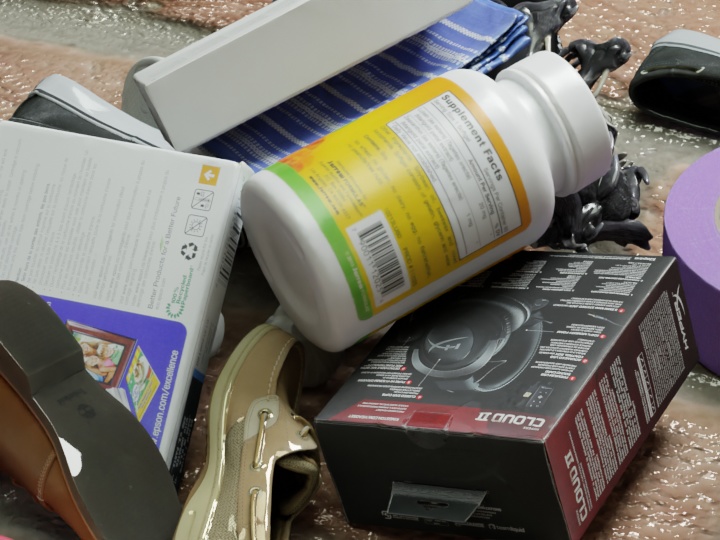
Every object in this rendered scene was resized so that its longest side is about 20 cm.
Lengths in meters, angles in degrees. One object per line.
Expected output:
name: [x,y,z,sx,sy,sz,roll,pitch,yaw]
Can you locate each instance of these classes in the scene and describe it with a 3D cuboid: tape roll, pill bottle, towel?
tape roll: [0.283,-0.006,1.454,0.198,0.066,0.201,-1,36,1]
pill bottle: [0.041,-0.046,1.364,0.199,0.112,0.111,-29,43,-17]
towel: [-0.007,-0.121,1.465,0.199,0.024,0.145,-32,33,-15]

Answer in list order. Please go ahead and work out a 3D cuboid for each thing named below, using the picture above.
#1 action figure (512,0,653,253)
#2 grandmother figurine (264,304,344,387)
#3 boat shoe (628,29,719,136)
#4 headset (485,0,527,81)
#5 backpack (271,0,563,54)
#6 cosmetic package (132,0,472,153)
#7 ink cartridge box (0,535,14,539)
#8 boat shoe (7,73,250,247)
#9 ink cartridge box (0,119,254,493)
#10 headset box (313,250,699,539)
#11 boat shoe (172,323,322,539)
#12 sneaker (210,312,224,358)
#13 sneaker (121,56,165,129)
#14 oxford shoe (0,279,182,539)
action figure: [0.126,-0.071,1.509,0.118,0.102,0.201,26,47,-28]
grandmother figurine: [0.000,0.000,1.478,0.121,0.061,0.200,-11,30,39]
boat shoe: [0.272,-0.109,1.598,0.199,0.069,0.057,19,49,35]
headset: [0.012,-0.108,1.503,0.200,0.094,0.123,-42,28,-3]
backpack: [0.026,-0.194,1.667,0.181,0.136,0.200,-16,34,-20]
cosmetic package: [-0.036,-0.138,1.433,0.199,0.051,0.083,-28,11,-5]
ink cartridge box: [-0.157,0.221,1.164,0.199,0.085,0.145,16,41,24]
boat shoe: [-0.152,-0.058,1.544,0.199,0.074,0.068,32,62,20]
ink cartridge box: [-0.179,0.017,1.380,0.198,0.043,0.200,11,80,15]
headset box: [0.080,0.072,1.328,0.148,0.078,0.200,2,35,33]
boat shoe: [-0.051,0.112,1.314,0.064,0.072,0.201,-1,46,16]
sneaker: [-0.175,0.019,1.444,0.198,0.077,0.079,12,83,12]
sneaker: [-0.086,-0.098,1.612,0.099,0.071,0.200,5,10,-34]
oxford shoe: [-0.162,0.105,1.311,0.071,0.071,0.201,-12,63,-53]
